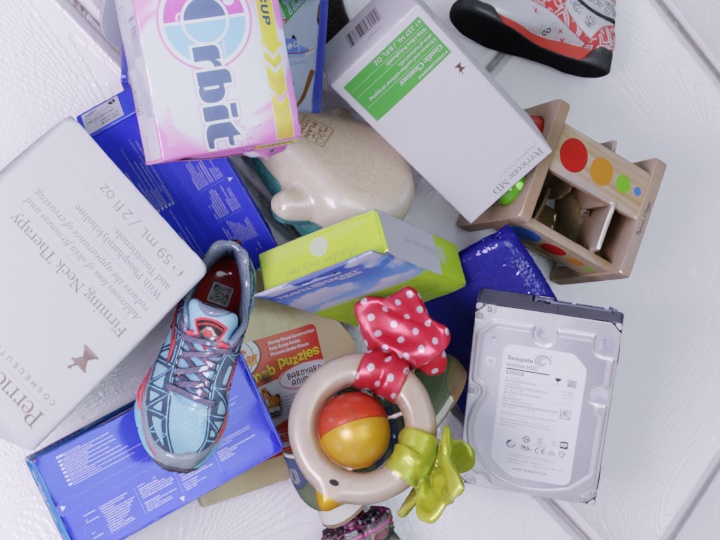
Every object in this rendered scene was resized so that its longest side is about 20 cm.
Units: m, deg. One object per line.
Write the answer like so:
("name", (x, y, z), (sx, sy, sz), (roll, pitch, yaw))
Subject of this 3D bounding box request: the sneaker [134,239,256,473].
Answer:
("sneaker", (-0.134, 0.062, 1.061), (0.078, 0.096, 0.202), (13, 63, -5))

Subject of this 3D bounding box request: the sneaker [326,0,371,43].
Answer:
("sneaker", (-0.015, -0.256, 1.254), (0.084, 0.072, 0.202), (-19, 89, -56))

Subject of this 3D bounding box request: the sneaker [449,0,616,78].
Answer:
("sneaker", (0.181, -0.277, 1.339), (0.200, 0.067, 0.109), (14, 80, -28))

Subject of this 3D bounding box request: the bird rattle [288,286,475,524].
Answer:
("bird rattle", (0.016, 0.123, 1.122), (0.161, 0.113, 0.202), (-17, 83, -6))

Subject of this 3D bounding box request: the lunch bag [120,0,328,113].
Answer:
("lunch bag", (-0.115, -0.236, 1.110), (0.168, 0.124, 0.202), (-5, 118, -23))

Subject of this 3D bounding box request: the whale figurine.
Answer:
("whale figurine", (-0.050, -0.089, 1.209), (0.198, 0.104, 0.160), (27, 48, -1))

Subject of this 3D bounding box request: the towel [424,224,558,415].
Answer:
("towel", (0.136, 0.066, 1.271), (0.201, 0.147, 0.050), (57, 24, -14))

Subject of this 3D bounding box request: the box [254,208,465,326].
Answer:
("box", (0.000, 0.000, 1.151), (0.200, 0.121, 0.048), (20, 52, -62))

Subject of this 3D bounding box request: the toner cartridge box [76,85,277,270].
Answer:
("toner cartridge box", (-0.151, -0.070, 1.113), (0.094, 0.043, 0.201), (-27, 131, 0))

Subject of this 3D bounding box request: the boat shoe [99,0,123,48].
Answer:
("boat shoe", (-0.184, -0.297, 1.161), (0.073, 0.068, 0.201), (12, 106, -36))

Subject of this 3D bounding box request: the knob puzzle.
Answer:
("knob puzzle", (-0.095, 0.094, 1.202), (0.217, 0.030, 0.223), (1, 87, -25))

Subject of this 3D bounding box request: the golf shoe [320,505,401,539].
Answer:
("golf shoe", (-0.040, 0.297, 1.194), (0.198, 0.072, 0.093), (-23, 98, -25))

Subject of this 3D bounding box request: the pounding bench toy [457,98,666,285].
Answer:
("pounding bench toy", (0.179, -0.044, 1.291), (0.155, 0.124, 0.202), (26, 76, -22))

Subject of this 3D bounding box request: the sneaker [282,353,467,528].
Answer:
("sneaker", (0.010, 0.133, 1.195), (0.200, 0.067, 0.090), (-47, 112, -17))

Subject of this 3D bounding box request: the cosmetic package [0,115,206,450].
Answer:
("cosmetic package", (-0.265, 0.012, 1.051), (0.168, 0.166, 0.200), (48, 70, -15))

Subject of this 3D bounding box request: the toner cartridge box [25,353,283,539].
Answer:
("toner cartridge box", (-0.174, 0.156, 1.113), (0.199, 0.043, 0.096), (-26, 96, -22))

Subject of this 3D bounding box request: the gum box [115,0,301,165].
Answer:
("gum box", (-0.122, -0.180, 1.003), (0.112, 0.066, 0.202), (-12, 96, -20))

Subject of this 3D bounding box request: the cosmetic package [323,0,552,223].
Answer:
("cosmetic package", (0.068, -0.153, 1.178), (0.108, 0.085, 0.200), (-42, 119, 13))

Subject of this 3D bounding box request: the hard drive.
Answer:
("hard drive", (0.169, 0.122, 1.240), (0.138, 0.038, 0.202), (9, 115, 9))
